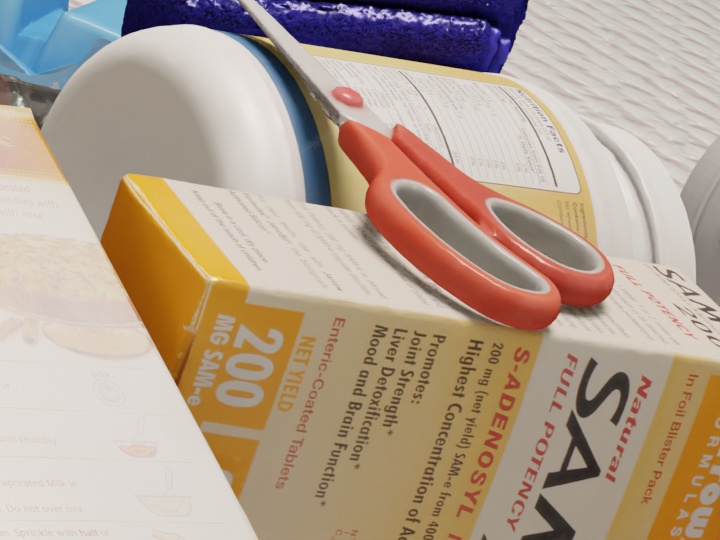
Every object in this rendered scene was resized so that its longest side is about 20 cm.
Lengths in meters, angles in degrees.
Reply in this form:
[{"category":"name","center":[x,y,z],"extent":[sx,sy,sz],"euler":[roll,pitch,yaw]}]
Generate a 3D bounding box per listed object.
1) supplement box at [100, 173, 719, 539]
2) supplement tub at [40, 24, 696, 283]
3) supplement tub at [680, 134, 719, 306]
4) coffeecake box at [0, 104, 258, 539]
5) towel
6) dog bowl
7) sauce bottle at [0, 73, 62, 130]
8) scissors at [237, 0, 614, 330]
[{"category":"supplement box","center":[0.011,0.056,0.826],"extent":[0.199,0.126,0.074],"euler":[9,22,-30]},{"category":"supplement tub","center":[0.000,0.000,0.950],"extent":[0.199,0.145,0.145],"euler":[6,22,-38]},{"category":"supplement tub","center":[0.230,0.018,1.170],"extent":[0.131,0.132,0.200],"euler":[9,21,-30]},{"category":"coffeecake box","center":[-0.122,0.046,0.699],"extent":[0.153,0.073,0.200],"euler":[4,44,-41]},{"category":"towel","center":[-0.019,-0.060,1.066],"extent":[0.147,0.050,0.200],"euler":[-2,-23,-8]},{"category":"dog bowl","center":[-0.138,-0.105,1.273],"extent":[0.199,0.050,0.111],"euler":[24,18,9]},{"category":"sauce bottle","center":[-0.175,-0.057,0.941],"extent":[0.199,0.066,0.066],"euler":[13,18,-31]},{"category":"scissors","center":[-0.003,-0.044,0.840],"extent":[0.073,0.014,0.200],"euler":[-6,40,-49]}]
